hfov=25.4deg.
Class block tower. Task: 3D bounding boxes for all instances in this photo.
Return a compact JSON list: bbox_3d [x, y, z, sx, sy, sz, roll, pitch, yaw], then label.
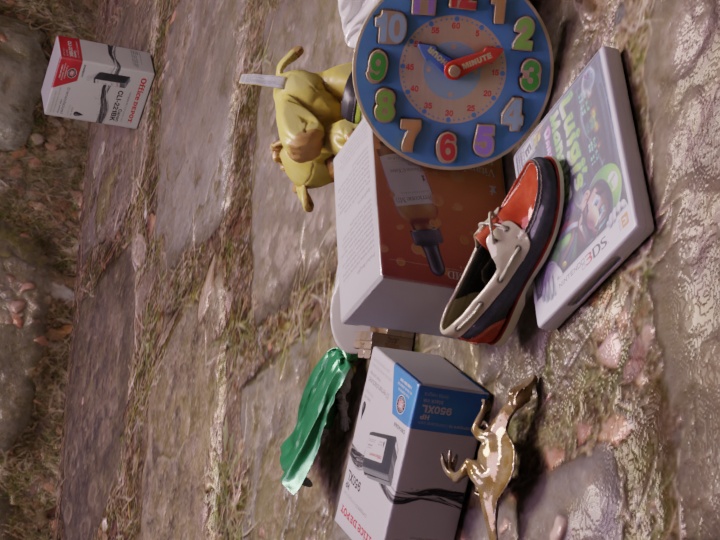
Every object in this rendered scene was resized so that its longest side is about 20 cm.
[{"bbox_3d":[0.036,0.004,1.823,0.054,0.057,0.201,176,103,-67],"label":"block tower"}]

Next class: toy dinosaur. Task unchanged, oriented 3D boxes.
[{"bbox_3d":[0.122,0.195,1.520,0.101,0.058,0.201,177,101,-67],"label":"toy dinosaur"}]

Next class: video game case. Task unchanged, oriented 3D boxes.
[{"bbox_3d":[0.201,-0.074,1.477,0.182,0.023,0.201,127,146,-50],"label":"video game case"}]

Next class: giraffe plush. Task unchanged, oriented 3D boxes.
[{"bbox_3d":[-0.052,-0.164,2.002,0.163,0.199,0.173,88,-153,-49],"label":"giraffe plush"}]

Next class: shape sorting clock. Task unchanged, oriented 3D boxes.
[{"bbox_3d":[0.091,-0.197,1.574,0.039,0.199,0.201,-86,10,-79],"label":"shape sorting clock"}]

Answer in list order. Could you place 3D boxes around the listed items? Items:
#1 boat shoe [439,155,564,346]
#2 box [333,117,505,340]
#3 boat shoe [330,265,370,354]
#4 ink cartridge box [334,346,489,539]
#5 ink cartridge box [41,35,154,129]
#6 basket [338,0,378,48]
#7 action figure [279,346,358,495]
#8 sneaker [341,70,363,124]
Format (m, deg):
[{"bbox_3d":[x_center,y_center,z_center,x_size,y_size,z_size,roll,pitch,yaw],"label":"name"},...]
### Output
[{"bbox_3d":[0.134,-0.019,1.511,0.071,0.062,0.201,-115,40,-58],"label":"boat shoe"},{"bbox_3d":[0.063,-0.046,1.640,0.106,0.151,0.201,130,142,-53],"label":"box"},{"bbox_3d":[0.000,0.000,1.910,0.069,0.071,0.201,97,173,-84],"label":"boat shoe"},{"bbox_3d":[0.051,0.197,1.663,0.145,0.084,0.201,-146,66,-67],"label":"ink cartridge box"},{"bbox_3d":[-0.532,-0.380,3.245,0.084,0.199,0.145,-110,36,-46],"label":"ink cartridge box"},{"bbox_3d":[0.062,-0.336,1.678,0.200,0.160,0.199,-137,34,-65],"label":"basket"},{"bbox_3d":[-0.043,0.166,1.959,0.201,0.054,0.118,-66,23,18],"label":"action figure"},{"bbox_3d":[0.040,-0.234,1.907,0.072,0.082,0.201,94,-166,-50],"label":"sneaker"}]
